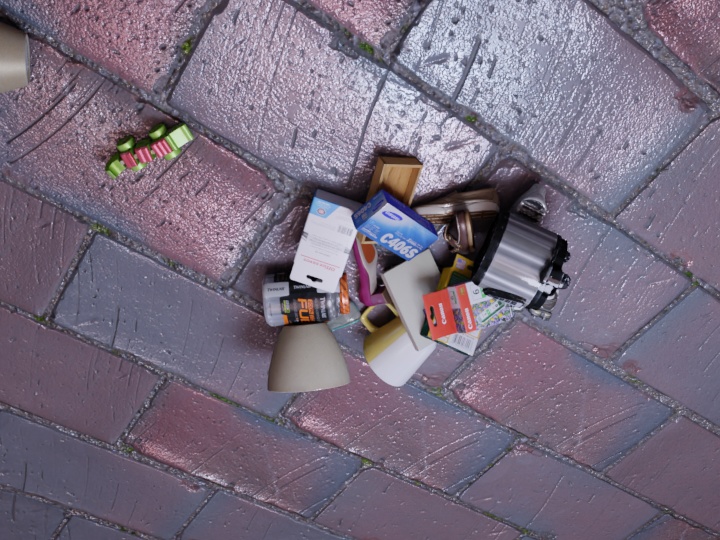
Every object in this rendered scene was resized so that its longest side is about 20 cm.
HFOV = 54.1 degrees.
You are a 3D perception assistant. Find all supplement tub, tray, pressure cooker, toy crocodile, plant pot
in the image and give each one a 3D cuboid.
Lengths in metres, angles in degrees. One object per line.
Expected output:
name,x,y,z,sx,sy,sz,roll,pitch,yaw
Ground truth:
supplement tub,-0.126,0.062,1.656,0.196,0.123,0.124,-6,126,1
tray,0.062,-0.152,1.551,0.097,0.037,0.202,-3,129,-28
pressure cooker,0.353,-0.014,1.506,0.197,0.177,0.180,23,139,3
toy crocodile,-0.437,-0.248,1.453,0.197,0.062,0.068,-19,125,9
plant pot,-0.710,-0.392,1.278,0.196,0.188,0.190,-2,127,-20

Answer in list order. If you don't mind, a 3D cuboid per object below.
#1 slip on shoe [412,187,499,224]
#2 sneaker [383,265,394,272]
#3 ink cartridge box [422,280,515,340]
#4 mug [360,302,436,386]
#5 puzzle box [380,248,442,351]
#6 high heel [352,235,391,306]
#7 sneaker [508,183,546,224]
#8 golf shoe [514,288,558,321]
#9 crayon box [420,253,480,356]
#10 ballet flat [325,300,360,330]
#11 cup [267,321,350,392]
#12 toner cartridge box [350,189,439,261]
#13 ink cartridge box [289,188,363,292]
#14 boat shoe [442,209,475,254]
slip on shoe,0.210,-0.146,1.571,0.196,0.062,0.076,-5,162,19
sneaker,0.141,0.044,1.703,0.198,0.078,0.086,32,83,-16
ink cartridge box,0.245,0.081,1.589,0.197,0.050,0.111,-15,91,-20
mug,0.095,0.170,1.725,0.185,0.151,0.153,34,121,-22
puzzle box,0.144,0.069,1.649,0.132,0.025,0.203,-27,96,-19
high heel,0.000,0.000,1.667,0.095,0.067,0.203,-4,116,39
sneaker,0.359,-0.115,1.593,0.074,0.082,0.201,29,140,-6
golf shoe,0.397,0.055,1.715,0.197,0.078,0.096,12,113,-31
crayon box,0.232,0.080,1.639,0.124,0.051,0.203,24,81,-16
ballet flat,-0.093,0.132,1.756,0.198,0.067,0.064,-27,96,14
cup,-0.126,0.198,1.659,0.196,0.200,0.146,-5,88,0
toner cartridge box,0.078,-0.094,1.537,0.095,0.044,0.199,-38,140,22
ink cartridge box,-0.077,-0.065,1.575,0.114,0.068,0.203,18,112,-6
boat shoe,0.217,-0.078,1.560,0.069,0.072,0.200,-5,162,9
